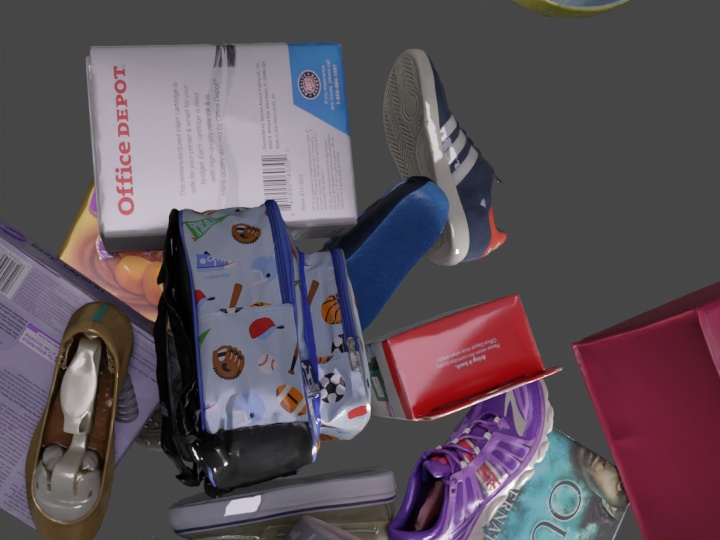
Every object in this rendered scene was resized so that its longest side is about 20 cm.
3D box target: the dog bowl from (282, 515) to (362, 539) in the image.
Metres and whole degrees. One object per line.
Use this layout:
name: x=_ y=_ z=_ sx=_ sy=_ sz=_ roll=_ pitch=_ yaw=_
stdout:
dog bowl: x=0.020 y=0.249 z=0.738 sx=0.199 sy=0.200 sz=0.059 roll=30 pitch=80 yaw=-8

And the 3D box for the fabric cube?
fabric cube: x=0.339 y=0.109 z=0.849 sx=0.197 sy=0.196 sz=0.202 roll=-17 pitch=85 yaw=-20

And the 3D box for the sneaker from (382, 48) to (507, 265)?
sneaker: x=0.081 y=-0.104 z=0.899 sx=0.084 sy=0.075 sz=0.203 roll=-7 pitch=80 yaw=-32

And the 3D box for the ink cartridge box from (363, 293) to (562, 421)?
ink cartridge box: x=0.069 y=0.072 z=0.802 sx=0.115 sy=0.200 sz=0.068 roll=-19 pitch=88 yaw=-14

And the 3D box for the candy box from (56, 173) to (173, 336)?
candy box: x=-0.169 y=-0.059 z=0.839 sx=0.116 sy=0.056 sz=0.202 roll=23 pitch=78 yaw=-8

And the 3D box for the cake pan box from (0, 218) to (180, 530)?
cake pan box: x=-0.264 y=0.086 z=0.775 sx=0.199 sy=0.052 sz=0.185 roll=34 pitch=94 yaw=-8

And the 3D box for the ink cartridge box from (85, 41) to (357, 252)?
ink cartridge box: x=-0.111 y=-0.097 z=0.784 sx=0.197 sy=0.086 sz=0.149 roll=-4 pitch=84 yaw=-13

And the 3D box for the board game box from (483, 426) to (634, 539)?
board game box: x=0.154 y=0.247 z=0.889 sx=0.134 sy=0.028 sz=0.202 roll=30 pitch=78 yaw=-7

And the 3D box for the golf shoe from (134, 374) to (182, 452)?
golf shoe: x=-0.090 y=0.122 z=0.826 sx=0.198 sy=0.098 sz=0.079 roll=-17 pitch=45 yaw=8

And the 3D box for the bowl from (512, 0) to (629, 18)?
bowl: x=0.181 y=-0.321 z=0.921 sx=0.197 sy=0.108 sz=0.203 roll=1 pitch=83 yaw=-12

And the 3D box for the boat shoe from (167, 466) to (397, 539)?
boat shoe: x=-0.060 y=0.209 z=0.824 sx=0.197 sy=0.072 sz=0.063 roll=-4 pitch=85 yaw=-15

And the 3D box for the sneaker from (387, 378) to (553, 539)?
sneaker: x=0.094 y=0.165 z=0.844 sx=0.083 sy=0.080 sz=0.201 roll=44 pitch=73 yaw=-42

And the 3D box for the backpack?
backpack: x=-0.073 y=0.048 z=0.688 sx=0.152 sy=0.200 sz=0.193 roll=-13 pitch=77 yaw=-15

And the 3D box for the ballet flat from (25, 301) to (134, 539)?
ballet flat: x=-0.214 y=0.123 z=0.728 sx=0.068 sy=0.063 sz=0.203 roll=9 pitch=99 yaw=-5

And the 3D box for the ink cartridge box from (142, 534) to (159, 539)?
ink cartridge box: x=-0.092 y=0.289 z=0.759 sx=0.198 sy=0.146 sz=0.087 roll=27 pitch=79 yaw=-9

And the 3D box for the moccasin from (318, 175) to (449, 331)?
moccasin: x=0.000 y=0.000 z=0.858 sx=0.199 sy=0.068 sz=0.081 roll=-40 pitch=112 yaw=9
